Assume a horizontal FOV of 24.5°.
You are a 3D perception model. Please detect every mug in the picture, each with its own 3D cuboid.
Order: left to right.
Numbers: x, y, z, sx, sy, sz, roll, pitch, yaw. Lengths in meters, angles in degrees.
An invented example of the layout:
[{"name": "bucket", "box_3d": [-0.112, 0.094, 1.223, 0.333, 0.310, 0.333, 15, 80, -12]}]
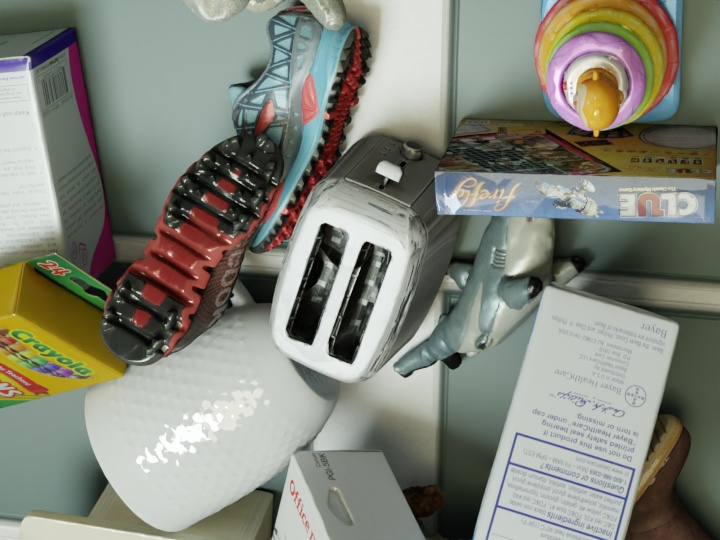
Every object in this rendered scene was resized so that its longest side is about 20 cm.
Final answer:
[{"name": "mug", "box_3d": [-0.123, 0.086, 1.358, 0.175, 0.147, 0.201, -30, 80, 18]}]

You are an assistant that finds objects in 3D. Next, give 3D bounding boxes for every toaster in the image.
[{"name": "toaster", "box_3d": [0.000, 0.000, 1.291, 0.113, 0.129, 0.201, 25, 112, 10]}]

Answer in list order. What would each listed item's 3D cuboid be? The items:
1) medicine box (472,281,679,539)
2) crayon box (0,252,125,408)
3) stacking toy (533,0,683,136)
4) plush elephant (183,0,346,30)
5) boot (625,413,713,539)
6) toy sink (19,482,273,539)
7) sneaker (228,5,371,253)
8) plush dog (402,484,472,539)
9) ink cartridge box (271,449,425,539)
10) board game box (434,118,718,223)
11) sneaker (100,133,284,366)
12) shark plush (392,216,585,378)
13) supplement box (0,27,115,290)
[{"name": "medicine box", "box_3d": [0.156, 0.132, 1.244, 0.102, 0.182, 0.202, 17, 80, 6]}, {"name": "crayon box", "box_3d": [-0.275, 0.052, 1.324, 0.199, 0.051, 0.127, -16, 145, 33]}, {"name": "stacking toy", "box_3d": [0.169, -0.137, 1.169, 0.109, 0.200, 0.117, 2, 112, 11]}, {"name": "plush elephant", "box_3d": [-0.055, -0.239, 1.168, 0.164, 0.156, 0.200, -30, 141, 17]}, {"name": "boot", "box_3d": [0.270, 0.224, 1.367, 0.165, 0.072, 0.201, 22, 115, -6]}, {"name": "toy sink", "box_3d": [-0.184, 0.256, 1.446, 0.198, 0.112, 0.132, 7, 112, 6]}, {"name": "sneaker", "box_3d": [-0.062, -0.113, 1.310, 0.095, 0.079, 0.201, 27, 109, 17]}, {"name": "plush dog", "box_3d": [0.059, 0.278, 1.385, 0.171, 0.160, 0.202, 33, 123, 42]}, {"name": "ink cartridge box", "box_3d": [-0.017, 0.264, 1.321, 0.082, 0.147, 0.201, 1, 123, -22]}, {"name": "board game box", "box_3d": [0.163, -0.075, 1.230, 0.198, 0.136, 0.035, 3, 111, 12]}, {"name": "sneaker", "box_3d": [-0.122, -0.016, 1.276, 0.071, 0.098, 0.201, 33, 90, 12]}, {"name": "shark plush", "box_3d": [0.098, 0.017, 1.339, 0.083, 0.091, 0.200, 50, 135, 12]}, {"name": "supplement box", "box_3d": [-0.274, -0.082, 1.342, 0.102, 0.101, 0.202, -4, 109, 14]}]
